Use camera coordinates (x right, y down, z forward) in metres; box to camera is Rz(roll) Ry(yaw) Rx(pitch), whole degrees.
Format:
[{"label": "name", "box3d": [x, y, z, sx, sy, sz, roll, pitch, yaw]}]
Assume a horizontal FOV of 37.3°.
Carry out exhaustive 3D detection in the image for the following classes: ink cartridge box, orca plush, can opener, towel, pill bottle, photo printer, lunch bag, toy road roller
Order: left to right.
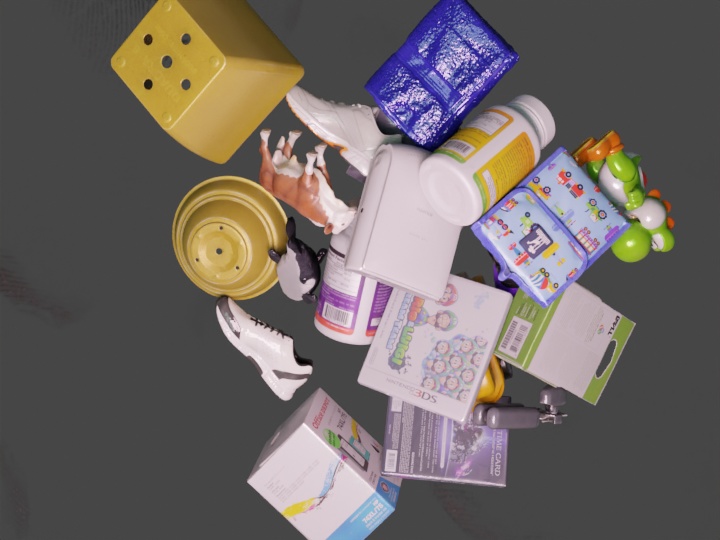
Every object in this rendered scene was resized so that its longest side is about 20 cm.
[{"label": "orca plush", "box3d": [-0.086, -0.023, 1.625, 0.071, 0.201, 0.105, -41, 61, -20]}, {"label": "ink cartridge box", "box3d": [-0.053, 0.327, 1.714, 0.200, 0.147, 0.146, 43, 108, -6]}, {"label": "pill bottle", "box3d": [0.000, 0.000, 1.631, 0.109, 0.112, 0.204, 14, 107, 4]}, {"label": "photo printer", "box3d": [0.072, -0.075, 1.548, 0.164, 0.069, 0.204, 21, 81, -32]}, {"label": "towel", "box3d": [0.117, -0.287, 1.554, 0.147, 0.050, 0.200, 43, 102, -4]}, {"label": "toy road roller", "box3d": [0.153, 0.118, 1.622, 0.121, 0.146, 0.203, -18, 103, 13]}, {"label": "pill bottle", "box3d": [0.185, -0.163, 1.512, 0.199, 0.111, 0.112, -40, 100, -27]}, {"label": "can opener", "box3d": [0.248, 0.204, 1.626, 0.053, 0.198, 0.068, 8, 91, 44]}, {"label": "lunch bag", "box3d": [0.254, -0.049, 1.498, 0.199, 0.094, 0.151, -40, 86, -27]}, {"label": "ink cartridge box", "box3d": [0.307, 0.100, 1.608, 0.199, 0.075, 0.150, 28, 88, -40]}]

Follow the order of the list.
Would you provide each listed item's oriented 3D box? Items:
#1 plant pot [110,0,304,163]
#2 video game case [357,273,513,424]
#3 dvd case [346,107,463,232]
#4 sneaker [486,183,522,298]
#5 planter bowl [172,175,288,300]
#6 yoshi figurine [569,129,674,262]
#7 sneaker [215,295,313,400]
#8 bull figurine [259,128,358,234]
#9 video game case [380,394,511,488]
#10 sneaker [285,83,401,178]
[{"label": "plant pot", "box3d": [-0.235, -0.292, 1.527, 0.200, 0.176, 0.201, -44, 82, 17]}, {"label": "video game case", "box3d": [0.110, 0.102, 1.582, 0.179, 0.024, 0.203, 18, 78, 25]}, {"label": "dvd case", "box3d": [0.097, -0.162, 1.620, 0.198, 0.016, 0.150, 30, 108, -1]}, {"label": "sneaker", "box3d": [0.219, -0.021, 1.590, 0.068, 0.099, 0.204, 2, 104, 26]}, {"label": "planter bowl", "box3d": [-0.212, -0.039, 1.667, 0.196, 0.084, 0.205, 2, 106, 9]}, {"label": "yoshi figurine", "box3d": [0.377, -0.094, 1.554, 0.111, 0.113, 0.201, -33, 101, 26]}, {"label": "sneaker", "box3d": [-0.154, 0.110, 1.714, 0.080, 0.074, 0.201, -38, 105, 11]}, {"label": "bull figurine", "box3d": [-0.083, -0.134, 1.586, 0.198, 0.065, 0.124, 26, 124, 38]}, {"label": "video game case", "box3d": [0.136, 0.262, 1.688, 0.196, 0.019, 0.145, 5, 66, 6]}, {"label": "sneaker", "box3d": [-0.022, -0.223, 1.592, 0.199, 0.076, 0.092, 41, 94, 5]}]
